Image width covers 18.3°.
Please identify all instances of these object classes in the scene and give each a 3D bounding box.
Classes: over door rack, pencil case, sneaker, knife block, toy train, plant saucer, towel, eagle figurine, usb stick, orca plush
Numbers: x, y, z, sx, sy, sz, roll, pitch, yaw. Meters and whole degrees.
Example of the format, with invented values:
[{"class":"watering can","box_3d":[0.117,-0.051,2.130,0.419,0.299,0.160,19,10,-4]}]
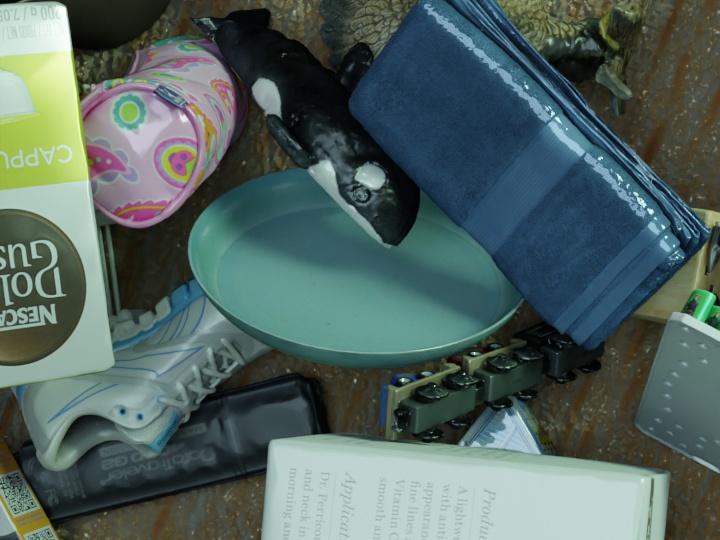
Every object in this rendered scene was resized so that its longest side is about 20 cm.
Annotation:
[{"class":"over door rack","box_3d":[-0.240,-0.020,1.381,0.199,0.067,0.149,-10,84,10]},{"class":"pencil case","box_3d":[-0.116,-0.086,1.292,0.087,0.200,0.088,1,103,6]},{"class":"sneaker","box_3d":[-0.111,0.065,1.331,0.199,0.075,0.087,-24,54,10]},{"class":"knife block","box_3d":[0.183,-0.002,1.240,0.199,0.176,0.064,13,88,12]},{"class":"toy train","box_3d":[0.072,0.058,1.258,0.046,0.199,0.034,17,111,34]},{"class":"plant saucer","box_3d":[0.000,0.000,1.286,0.199,0.200,0.028,11,124,12]},{"class":"towel","box_3d":[0.089,-0.057,1.222,0.200,0.049,0.112,46,131,4]},{"class":"eagle figurine","box_3d":[0.065,-0.149,1.302,0.199,0.151,0.153,13,100,1]},{"class":"usb stick","box_3d":[-0.115,0.110,1.366,0.199,0.033,0.056,-14,91,10]},{"class":"orca plush","box_3d":[-0.015,-0.104,1.312,0.071,0.105,0.200,-45,45,11]}]

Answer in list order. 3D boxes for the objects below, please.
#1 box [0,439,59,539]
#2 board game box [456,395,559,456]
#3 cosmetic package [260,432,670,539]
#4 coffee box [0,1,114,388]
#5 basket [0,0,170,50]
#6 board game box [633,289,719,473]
[{"class":"box","box_3d":[-0.219,0.220,1.362,0.119,0.041,0.201,-35,79,24]},{"class":"board game box","box_3d":[0.090,0.180,1.306,0.199,0.062,0.201,26,93,12]},{"class":"cosmetic package","box_3d":[0.056,0.178,1.198,0.199,0.165,0.166,6,88,12]},{"class":"coffee box","box_3d":[-0.262,-0.026,1.205,0.198,0.200,0.199,-7,90,-23]},{"class":"basket","box_3d":[-0.186,-0.200,1.312,0.179,0.200,0.137,-23,82,8]},{"class":"board game box","box_3d":[0.251,0.093,1.215,0.199,0.200,0.026,28,72,11]}]
